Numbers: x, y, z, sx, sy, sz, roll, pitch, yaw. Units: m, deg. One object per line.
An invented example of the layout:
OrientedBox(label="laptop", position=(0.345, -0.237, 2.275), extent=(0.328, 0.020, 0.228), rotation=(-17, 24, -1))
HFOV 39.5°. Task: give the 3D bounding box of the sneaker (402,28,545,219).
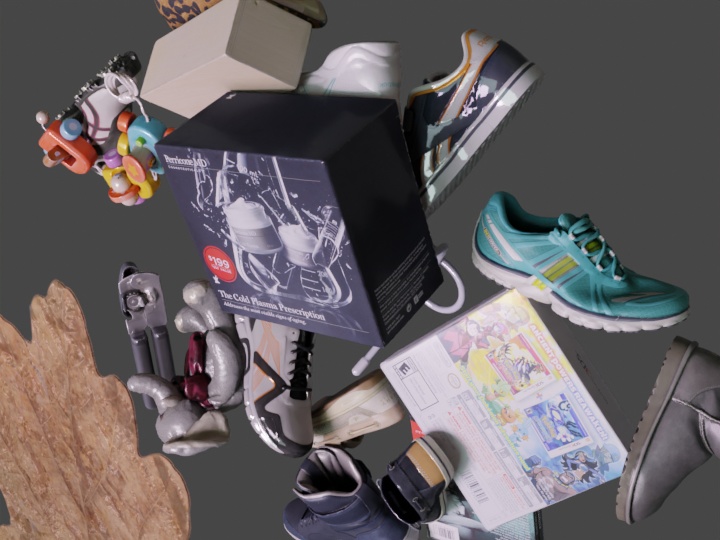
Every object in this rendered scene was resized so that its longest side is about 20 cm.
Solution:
OrientedBox(label="sneaker", position=(0.072, -0.119, 0.868), extent=(0.079, 0.078, 0.200), rotation=(42, 124, 6))

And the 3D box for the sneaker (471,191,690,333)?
OrientedBox(label="sneaker", position=(0.182, -0.006, 0.848), extent=(0.200, 0.077, 0.080), rotation=(24, 120, 27))

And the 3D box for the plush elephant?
OrientedBox(label="plush elephant", position=(-0.189, 0.136, 1.158), extent=(0.200, 0.155, 0.165), rotation=(52, 159, -4))

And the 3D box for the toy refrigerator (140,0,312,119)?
OrientedBox(label="toy refrigerator", position=(-0.131, -0.198, 0.944), extent=(0.200, 0.076, 0.070), rotation=(-5, 69, 58))

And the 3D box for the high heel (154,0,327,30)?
OrientedBox(label="high heel", position=(-0.117, -0.251, 0.965), extent=(0.200, 0.071, 0.143), rotation=(36, 145, 14))

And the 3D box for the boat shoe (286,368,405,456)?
OrientedBox(label="boat shoe", position=(-0.028, 0.177, 1.134), extent=(0.200, 0.072, 0.065), rotation=(-35, 90, 41))

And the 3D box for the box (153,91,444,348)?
OrientedBox(label="box", position=(-0.052, -0.049, 0.872), extent=(0.199, 0.104, 0.183), rotation=(9, 129, 38))

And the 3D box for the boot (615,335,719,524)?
OrientedBox(label="boot", position=(0.323, 0.159, 0.807), extent=(0.199, 0.073, 0.183), rotation=(22, 104, 23))

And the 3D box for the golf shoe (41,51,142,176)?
OrientedBox(label="golf shoe", position=(-0.284, -0.179, 1.144), extent=(0.088, 0.077, 0.200), rotation=(45, 143, -14))

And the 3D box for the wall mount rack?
OrientedBox(label="wall mount rack", position=(0.000, 0.000, 1.000), extent=(0.200, 0.075, 0.174), rotation=(42, 136, 14))

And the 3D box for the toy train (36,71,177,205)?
OrientedBox(label="toy train", position=(-0.279, -0.129, 1.091), extent=(0.150, 0.056, 0.200), rotation=(43, 144, -20))

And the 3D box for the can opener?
OrientedBox(label="can opener", position=(-0.278, 0.083, 1.311), extent=(0.067, 0.053, 0.201), rotation=(-131, 32, -55))

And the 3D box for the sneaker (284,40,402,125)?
OrientedBox(label="sneaker", position=(-0.027, -0.143, 0.904), extent=(0.200, 0.070, 0.081), rotation=(-11, 89, 62))

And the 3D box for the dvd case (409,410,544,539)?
OrientedBox(label="dvd case", position=(0.123, 0.221, 1.067), extent=(0.146, 0.022, 0.201), rotation=(9, 119, 36))

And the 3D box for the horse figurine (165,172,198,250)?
OrientedBox(label="horse figurine", position=(-0.153, -0.094, 1.090), extent=(0.200, 0.050, 0.133), rotation=(-14, 98, 47))

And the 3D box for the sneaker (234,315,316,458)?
OrientedBox(label="sneaker", position=(-0.083, 0.102, 1.087), extent=(0.080, 0.074, 0.201), rotation=(-28, 66, 32))

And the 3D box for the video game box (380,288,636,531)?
OrientedBox(label="video game box", position=(0.142, 0.129, 0.955), extent=(0.182, 0.047, 0.200), rotation=(-33, 90, 38))

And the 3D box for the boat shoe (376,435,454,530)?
OrientedBox(label="boat shoe", position=(0.052, 0.226, 1.035), extent=(0.075, 0.062, 0.200), rotation=(50, 163, 18))

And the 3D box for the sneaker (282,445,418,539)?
OrientedBox(label="sneaker", position=(-0.046, 0.260, 1.154), extent=(0.202, 0.077, 0.146), rotation=(-6, 135, 44))
